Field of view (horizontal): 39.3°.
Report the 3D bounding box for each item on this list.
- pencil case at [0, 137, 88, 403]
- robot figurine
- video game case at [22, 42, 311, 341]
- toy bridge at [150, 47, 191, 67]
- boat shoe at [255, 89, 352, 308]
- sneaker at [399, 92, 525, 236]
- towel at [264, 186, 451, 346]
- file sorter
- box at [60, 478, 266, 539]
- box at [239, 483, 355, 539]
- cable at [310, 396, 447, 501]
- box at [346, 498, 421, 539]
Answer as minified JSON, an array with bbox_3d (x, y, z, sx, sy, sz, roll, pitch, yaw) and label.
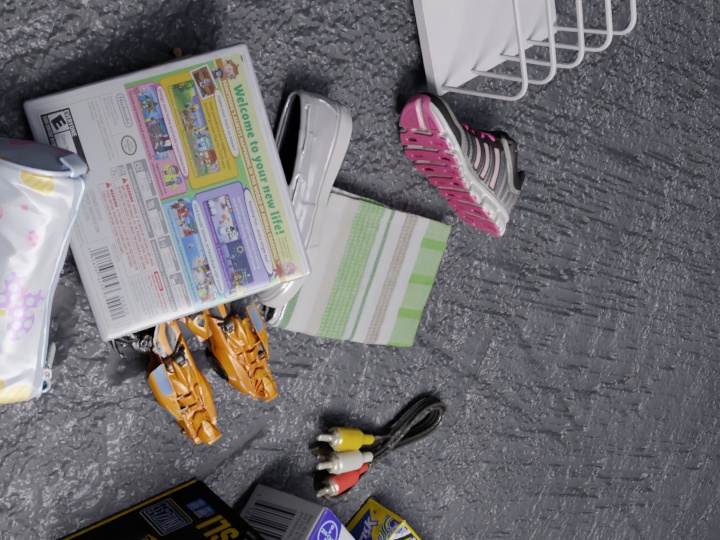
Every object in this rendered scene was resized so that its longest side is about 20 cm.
[{"bbox_3d":[-0.263,0.000,0.760,0.083,0.091,0.200,-17,125,-62],"label":"pencil case"},{"bbox_3d":[-0.148,0.052,0.906,0.145,0.058,0.200,-36,126,-26],"label":"robot figurine"},{"bbox_3d":[-0.152,-0.064,0.819,0.182,0.022,0.200,-18,102,-12],"label":"video game case"},{"bbox_3d":[-0.125,-0.094,0.870,0.067,0.027,0.200,-53,129,-67],"label":"toy bridge"},{"bbox_3d":[-0.068,-0.067,0.922,0.068,0.072,0.200,19,94,-38],"label":"boat shoe"},{"bbox_3d":[0.112,-0.125,1.049,0.088,0.074,0.200,-56,130,-17],"label":"sneaker"},{"bbox_3d":[0.000,0.000,1.035,0.200,0.031,0.149,13,100,-43],"label":"towel"},{"bbox_3d":[0.167,-0.266,0.993,0.200,0.124,0.139,-33,125,-33],"label":"file sorter"},{"bbox_3d":[-0.160,0.275,0.884,0.159,0.200,0.049,-18,118,-33],"label":"box"},{"bbox_3d":[-0.068,0.354,1.019,0.184,0.105,0.200,-58,135,-29],"label":"box"},{"bbox_3d":[0.024,0.200,1.106,0.200,0.050,0.097,-8,112,-36],"label":"cable"},{"bbox_3d":[0.054,0.353,1.178,0.070,0.064,0.200,-48,129,-16],"label":"box"}]
